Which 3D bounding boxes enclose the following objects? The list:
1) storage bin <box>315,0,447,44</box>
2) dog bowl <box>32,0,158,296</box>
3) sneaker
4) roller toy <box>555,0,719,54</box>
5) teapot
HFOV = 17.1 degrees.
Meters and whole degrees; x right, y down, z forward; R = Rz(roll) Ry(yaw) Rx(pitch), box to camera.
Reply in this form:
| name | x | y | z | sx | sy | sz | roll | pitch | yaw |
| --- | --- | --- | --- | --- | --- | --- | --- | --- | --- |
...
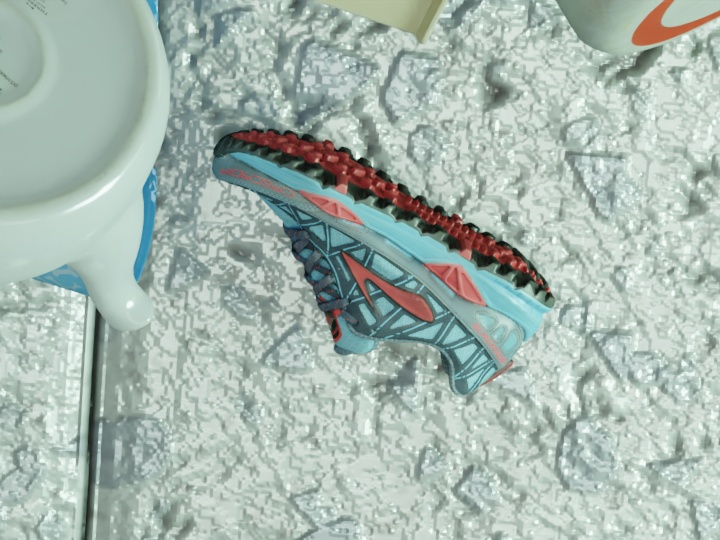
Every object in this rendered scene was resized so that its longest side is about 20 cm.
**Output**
| name | x | y | z | sx | sy | sz | roll | pitch | yaw |
| --- | --- | --- | --- | --- | --- | --- | --- | --- | --- |
| storage bin | 0.026 | -0.246 | 1.125 | 0.093 | 0.200 | 0.199 | 19 | 126 | -12 |
| dog bowl | -0.146 | -0.083 | 1.245 | 0.049 | 0.111 | 0.201 | 3 | 102 | 13 |
| sneaker | 0.000 | 0.000 | 1.273 | 0.200 | 0.079 | 0.096 | 30 | 103 | -5 |
| roller toy | 0.159 | -0.208 | 1.166 | 0.200 | 0.182 | 0.140 | -35 | 79 | 33 |
| teapot | -0.194 | -0.075 | 1.130 | 0.197 | 0.146 | 0.201 | -4 | 72 | -22 |
